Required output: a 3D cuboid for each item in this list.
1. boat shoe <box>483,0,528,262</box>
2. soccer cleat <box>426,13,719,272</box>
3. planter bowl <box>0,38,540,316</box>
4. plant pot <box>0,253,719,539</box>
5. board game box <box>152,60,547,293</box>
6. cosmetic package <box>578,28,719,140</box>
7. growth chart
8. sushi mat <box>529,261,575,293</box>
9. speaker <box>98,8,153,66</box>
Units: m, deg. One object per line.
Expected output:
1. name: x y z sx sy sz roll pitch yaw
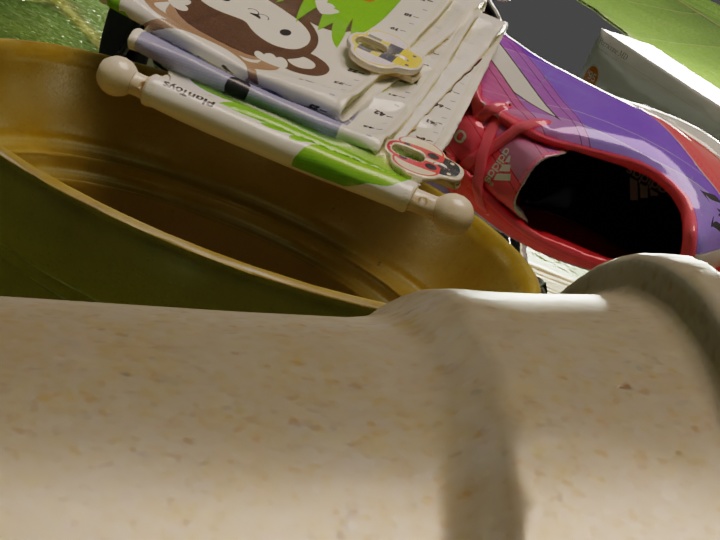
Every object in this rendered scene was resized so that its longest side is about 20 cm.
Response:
1. boat shoe: 0.040 -0.041 1.134 0.072 0.068 0.200 19 42 -27
2. soccer cleat: 0.042 -0.050 0.960 0.200 0.068 0.073 25 19 10
3. planter bowl: -0.052 0.006 0.834 0.200 0.084 0.200 20 14 -5
4. plant pot: -0.061 0.079 0.356 0.183 0.201 0.200 11 16 -12
5. board game box: 0.000 0.000 0.969 0.200 0.023 0.105 37 -26 39
6. cosmetic package: 0.200 -0.071 1.659 0.051 0.083 0.200 17 15 -38
7. growth chart: -0.018 -0.084 0.915 0.144 0.018 0.200 20 32 0
8. sushi mat: 0.072 0.006 1.256 0.200 0.012 0.096 22 13 -17
9. speaker: -0.018 -0.085 1.246 0.200 0.081 0.081 13 17 -23
